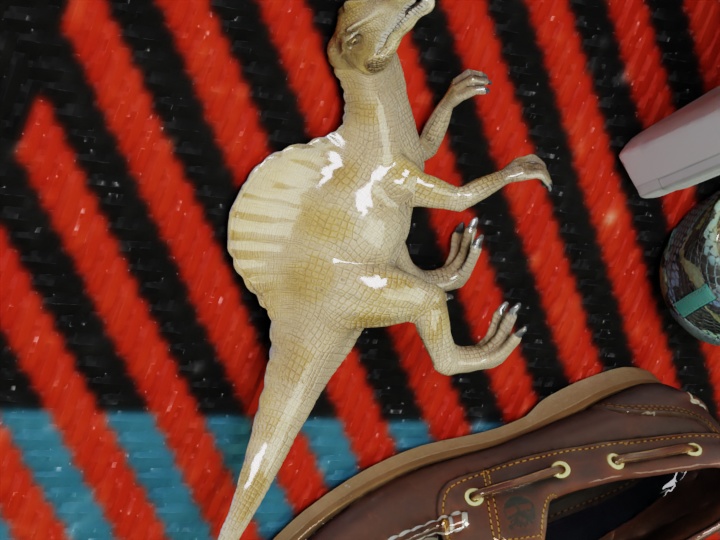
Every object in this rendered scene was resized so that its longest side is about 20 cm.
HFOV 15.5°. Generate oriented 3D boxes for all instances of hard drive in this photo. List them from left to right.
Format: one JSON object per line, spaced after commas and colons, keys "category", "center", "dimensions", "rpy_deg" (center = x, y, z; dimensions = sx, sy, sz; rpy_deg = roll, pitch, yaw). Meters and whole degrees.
{"category": "hard drive", "center": [0.179, -0.078, 0.862], "dimensions": [0.132, 0.200, 0.026], "rpy_deg": [-31, 93, -20]}

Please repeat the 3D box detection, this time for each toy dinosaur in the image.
{"category": "toy dinosaur", "center": [0.000, 0.000, 0.861], "dimensions": [0.101, 0.058, 0.201], "rpy_deg": [9, 106, -27]}

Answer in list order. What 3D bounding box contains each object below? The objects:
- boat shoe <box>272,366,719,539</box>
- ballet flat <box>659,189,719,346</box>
{"category": "boat shoe", "center": [0.052, 0.096, 0.951], "dimensions": [0.199, 0.070, 0.071], "rpy_deg": [-26, 134, -22]}
{"category": "ballet flat", "center": [0.199, -0.039, 0.960], "dimensions": [0.200, 0.074, 0.074], "rpy_deg": [-38, 137, -8]}
